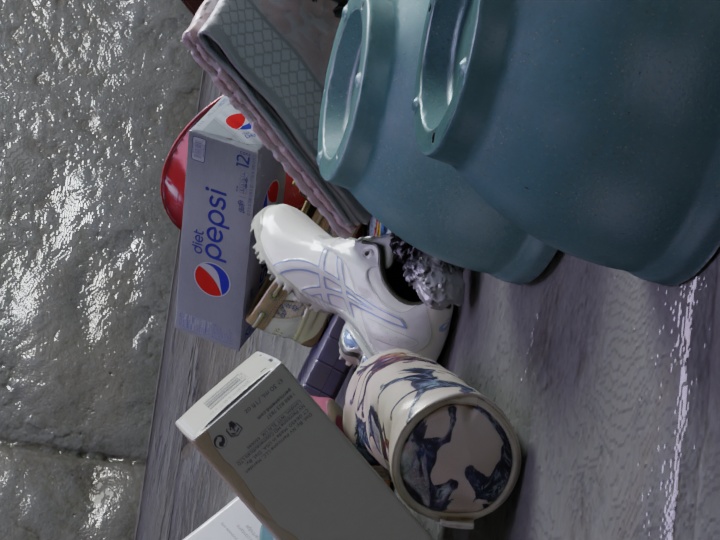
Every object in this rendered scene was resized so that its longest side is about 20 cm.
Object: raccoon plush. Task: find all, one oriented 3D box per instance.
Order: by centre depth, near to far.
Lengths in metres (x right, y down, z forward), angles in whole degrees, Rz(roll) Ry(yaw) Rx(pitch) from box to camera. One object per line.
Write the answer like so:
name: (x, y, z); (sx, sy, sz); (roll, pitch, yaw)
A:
raccoon plush: (0.070, -0.091, 1.293); (0.134, 0.097, 0.200); (-48, 60, 47)

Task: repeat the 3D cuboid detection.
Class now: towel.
towel: (-0.025, -0.154, 1.368); (0.032, 0.200, 0.191); (-18, 32, 40)

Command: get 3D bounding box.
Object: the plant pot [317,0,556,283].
plant pot: (0.051, -0.101, 1.148); (0.200, 0.134, 0.201); (-171, 90, -79)

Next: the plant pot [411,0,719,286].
plant pot: (0.103, -0.103, 0.912); (0.200, 0.134, 0.201); (-170, 90, -79)

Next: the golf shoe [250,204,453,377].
golf shoe: (0.000, 0.000, 1.385); (0.200, 0.078, 0.097); (47, 119, 30)

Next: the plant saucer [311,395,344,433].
plant saucer: (-0.014, 0.166, 1.291); (0.201, 0.051, 0.201); (-22, -90, -84)

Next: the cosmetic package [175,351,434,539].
cosmetic package: (-0.018, 0.148, 1.143); (0.073, 0.200, 0.104); (-40, 7, -8)

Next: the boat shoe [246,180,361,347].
boat shoe: (-0.035, -0.039, 1.532); (0.073, 0.063, 0.200); (-147, 74, -81)

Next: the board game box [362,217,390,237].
board game box: (0.033, -0.054, 1.479); (0.200, 0.035, 0.126); (-94, 17, -49)

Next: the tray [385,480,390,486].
tray: (-0.013, 0.173, 1.520); (0.200, 0.037, 0.099); (139, 140, -72)

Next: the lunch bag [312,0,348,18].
lunch bag: (0.037, -0.285, 1.308); (0.168, 0.139, 0.200); (136, 154, -70)

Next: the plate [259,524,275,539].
plate: (-0.030, 0.229, 1.274); (0.200, 0.026, 0.200); (-22, -90, -84)

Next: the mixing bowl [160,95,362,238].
mixing bowl: (-0.063, -0.061, 1.649); (0.108, 0.200, 0.200); (59, 145, 37)

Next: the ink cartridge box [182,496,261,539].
ink cartridge box: (-0.112, 0.270, 1.418); (0.083, 0.200, 0.147); (43, 161, 29)

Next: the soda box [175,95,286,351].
soda box: (-0.105, -0.038, 1.543); (0.068, 0.063, 0.200); (-54, -23, -50)

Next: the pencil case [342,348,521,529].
pencil case: (0.041, 0.106, 1.193); (0.200, 0.078, 0.090); (-154, 58, -79)

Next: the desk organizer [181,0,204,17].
desk organizer: (-0.059, -0.185, 1.455); (0.077, 0.200, 0.072); (-29, 33, 17)

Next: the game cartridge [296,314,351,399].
game cartridge: (-0.033, 0.088, 1.553); (0.200, 0.038, 0.130); (-94, 27, -86)
